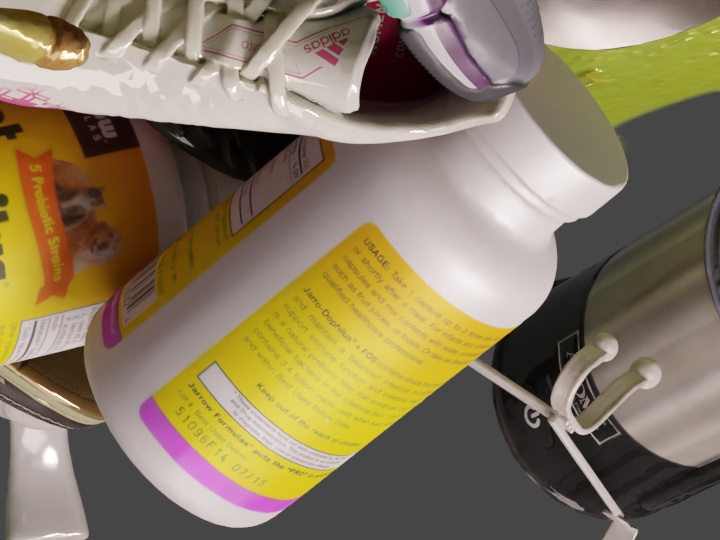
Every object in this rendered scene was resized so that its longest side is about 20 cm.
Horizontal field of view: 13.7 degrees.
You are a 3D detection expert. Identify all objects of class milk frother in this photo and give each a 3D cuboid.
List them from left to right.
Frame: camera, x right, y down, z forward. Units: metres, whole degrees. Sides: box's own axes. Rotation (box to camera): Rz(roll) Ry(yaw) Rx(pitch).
[{"bbox_3d":[0.197,0.035,1.337,0.200,0.181,0.188,-37,-178,-33],"label":"milk frother"}]

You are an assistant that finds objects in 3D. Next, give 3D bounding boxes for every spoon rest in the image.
[{"bbox_3d":[-0.142,0.057,1.366,0.099,0.061,0.200,-5,150,-13],"label":"spoon rest"}]

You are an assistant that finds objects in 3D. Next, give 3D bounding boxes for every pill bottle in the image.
[{"bbox_3d":[-0.143,-0.018,1.166,0.199,0.110,0.109,-14,168,-28],"label":"pill bottle"},{"bbox_3d":[0.000,0.000,1.095,0.200,0.104,0.104,-39,142,23],"label":"pill bottle"}]

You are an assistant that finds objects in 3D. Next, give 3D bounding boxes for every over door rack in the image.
[{"bbox_3d":[0.052,0.040,1.272,0.148,0.067,0.200,33,162,22],"label":"over door rack"}]

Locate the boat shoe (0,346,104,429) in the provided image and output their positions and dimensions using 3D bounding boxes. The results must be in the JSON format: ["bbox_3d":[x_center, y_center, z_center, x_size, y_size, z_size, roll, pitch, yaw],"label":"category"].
[{"bbox_3d":[-0.183,0.001,1.249,0.200,0.073,0.065,40,134,-11],"label":"boat shoe"}]

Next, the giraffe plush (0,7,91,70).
[{"bbox_3d":[-0.102,-0.169,0.787,0.172,0.200,0.163,22,124,0],"label":"giraffe plush"}]

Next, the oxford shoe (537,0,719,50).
[{"bbox_3d":[0.044,-0.115,1.039,0.199,0.072,0.071,-4,-162,-6],"label":"oxford shoe"}]

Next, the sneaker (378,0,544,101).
[{"bbox_3d":[0.033,-0.137,0.858,0.087,0.075,0.200,-14,125,18],"label":"sneaker"}]

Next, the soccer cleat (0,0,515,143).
[{"bbox_3d":[-0.042,-0.078,0.943,0.199,0.070,0.086,2,-165,-18],"label":"soccer cleat"}]

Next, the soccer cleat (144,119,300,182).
[{"bbox_3d":[-0.012,-0.060,1.172,0.199,0.068,0.073,16,-179,-21],"label":"soccer cleat"}]
